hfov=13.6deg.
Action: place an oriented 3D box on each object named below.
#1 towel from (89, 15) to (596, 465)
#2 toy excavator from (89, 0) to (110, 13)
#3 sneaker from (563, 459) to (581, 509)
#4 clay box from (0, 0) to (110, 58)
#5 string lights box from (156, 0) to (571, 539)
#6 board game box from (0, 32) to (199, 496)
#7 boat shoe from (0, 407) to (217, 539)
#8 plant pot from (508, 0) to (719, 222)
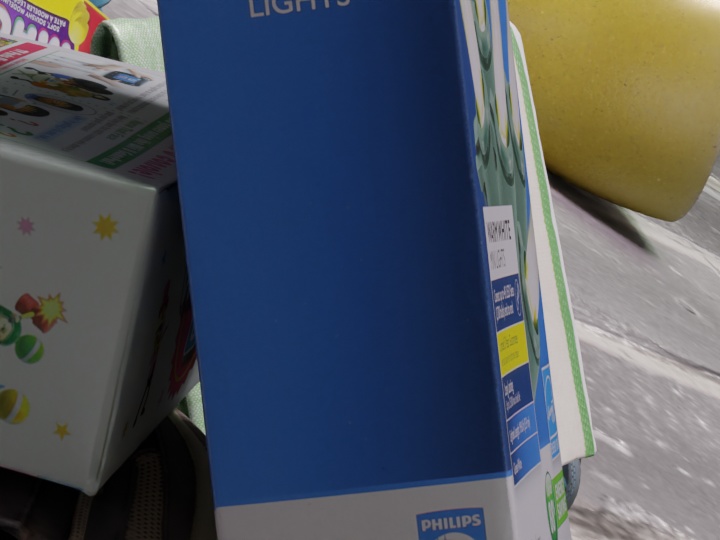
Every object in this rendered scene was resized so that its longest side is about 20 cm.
[{"bbox_3d":[0.000,0.000,0.838,0.023,0.154,0.200,-8,4,34],"label":"towel"},{"bbox_3d":[-0.108,-0.062,0.942,0.193,0.201,0.100,-13,27,-10],"label":"toy excavator"},{"bbox_3d":[-0.007,0.045,0.912,0.200,0.079,0.096,34,37,-35],"label":"sneaker"},{"bbox_3d":[-0.129,-0.061,0.781,0.114,0.048,0.200,4,-23,39],"label":"clay box"},{"bbox_3d":[-0.002,-0.035,0.590,0.059,0.201,0.103,-6,1,9],"label":"string lights box"},{"bbox_3d":[-0.128,-0.023,0.632,0.199,0.065,0.148,14,11,6],"label":"board game box"},{"bbox_3d":[-0.067,0.065,0.596,0.073,0.075,0.200,31,11,-25],"label":"boat shoe"},{"bbox_3d":[0.132,-0.138,1.781,0.141,0.201,0.200,8,17,-9],"label":"plant pot"}]
